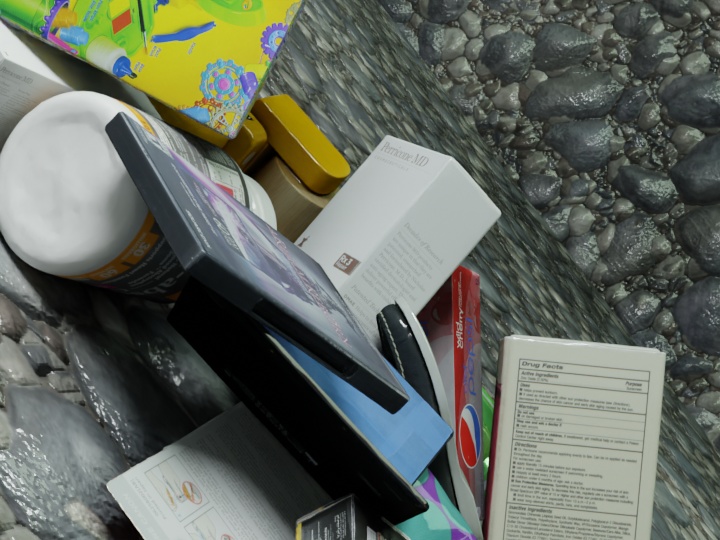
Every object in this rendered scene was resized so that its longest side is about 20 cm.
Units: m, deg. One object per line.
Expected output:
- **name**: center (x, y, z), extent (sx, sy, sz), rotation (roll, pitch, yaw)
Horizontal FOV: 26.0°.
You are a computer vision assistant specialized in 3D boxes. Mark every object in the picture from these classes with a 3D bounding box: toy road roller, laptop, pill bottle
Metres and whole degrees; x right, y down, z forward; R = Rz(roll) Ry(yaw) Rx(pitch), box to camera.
- **toy road roller**: center (-0.122, -0.089, 1.237), extent (0.200, 0.123, 0.146), rotation (47, 25, 7)
- **laptop**: center (-0.014, 0.055, 0.967), extent (0.187, 0.116, 0.200), rotation (46, -20, 2)
- **pill bottle**: center (-0.141, -0.041, 1.034), extent (0.117, 0.116, 0.200), rotation (56, 15, 22)

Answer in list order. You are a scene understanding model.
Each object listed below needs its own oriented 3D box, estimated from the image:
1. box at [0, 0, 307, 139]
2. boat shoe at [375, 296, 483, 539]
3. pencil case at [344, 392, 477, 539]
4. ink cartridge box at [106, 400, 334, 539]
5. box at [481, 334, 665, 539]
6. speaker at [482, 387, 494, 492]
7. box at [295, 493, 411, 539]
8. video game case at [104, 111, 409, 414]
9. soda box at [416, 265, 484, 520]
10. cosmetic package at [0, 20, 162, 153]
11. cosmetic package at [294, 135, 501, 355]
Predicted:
- **box**: center (-0.121, -0.219, 1.029), extent (0.192, 0.201, 0.122), rotation (28, 3, -6)
- **boat shoe**: center (0.037, 0.119, 1.119), extent (0.076, 0.060, 0.201), rotation (-126, -161, -79)
- **pencil case**: center (0.006, 0.160, 1.058), extent (0.092, 0.085, 0.200), rotation (-31, 78, -32)
- **ink cartridge box**: center (-0.066, 0.168, 0.916), extent (0.163, 0.057, 0.200), rotation (52, 28, 5)
- **box**: center (0.166, 0.157, 1.248), extent (0.109, 0.127, 0.201), rotation (60, 36, -86)
- **speaker**: center (0.062, 0.116, 1.351), extent (0.200, 0.088, 0.088), rotation (52, 13, 6)
- **box**: center (0.028, 0.249, 0.869), extent (0.160, 0.049, 0.201), rotation (40, 32, -34)
- **video game case**: center (-0.059, -0.002, 0.922), extent (0.200, 0.019, 0.143), rotation (37, 13, -44)
- **soda box**: center (0.057, 0.097, 1.227), extent (0.070, 0.063, 0.201), rotation (21, 66, -64)
- **cosmetic package**: center (-0.215, -0.106, 1.040), extent (0.051, 0.082, 0.200), rotation (56, 14, 20)
- **cosmetic package**: center (0.000, 0.000, 1.162), extent (0.074, 0.200, 0.102), rotation (44, -9, -31)
